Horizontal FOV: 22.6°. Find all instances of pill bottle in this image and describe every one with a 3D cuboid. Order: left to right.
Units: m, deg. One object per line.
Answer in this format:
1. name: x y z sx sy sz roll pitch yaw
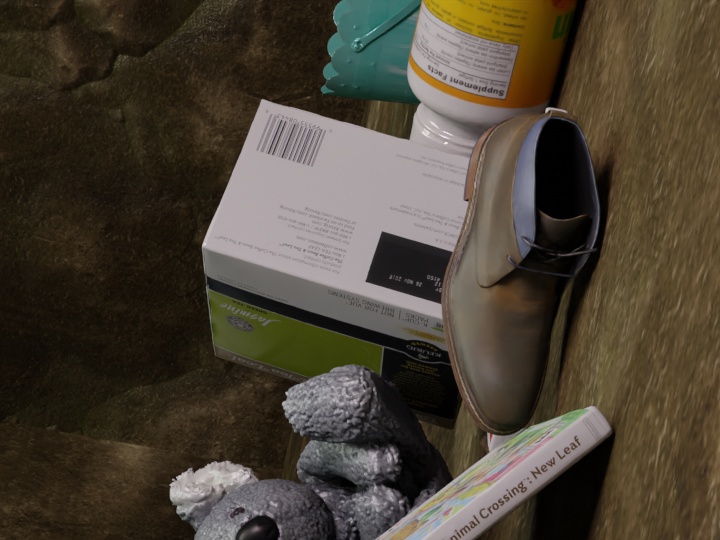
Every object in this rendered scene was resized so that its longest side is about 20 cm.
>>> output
1. pill bottle: 0.096 -0.173 1.318 0.111 0.110 0.201 -87 9 -59

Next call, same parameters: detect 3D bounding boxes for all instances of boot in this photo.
1. boot: 0.098 -0.002 1.095 0.097 0.074 0.201 150 124 -73

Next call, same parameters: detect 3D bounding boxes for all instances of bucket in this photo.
1. bucket: 0.033 -0.306 2.258 0.207 0.134 0.208 -170 90 -85

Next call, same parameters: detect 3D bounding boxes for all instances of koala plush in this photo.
1. koala plush: -0.035 0.189 1.315 0.178 0.199 0.184 65 -171 14

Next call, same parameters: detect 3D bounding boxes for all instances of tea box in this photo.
1. tea box: 0.000 0.000 1.334 0.197 0.199 0.134 96 -168 -63

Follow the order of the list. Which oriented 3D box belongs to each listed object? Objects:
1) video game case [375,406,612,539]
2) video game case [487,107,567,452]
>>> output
1. video game case: 0.047 0.145 1.033 0.182 0.022 0.200 -36 -3 -10
2. video game case: 0.116 0.007 1.246 0.143 0.017 0.201 -88 9 -59
